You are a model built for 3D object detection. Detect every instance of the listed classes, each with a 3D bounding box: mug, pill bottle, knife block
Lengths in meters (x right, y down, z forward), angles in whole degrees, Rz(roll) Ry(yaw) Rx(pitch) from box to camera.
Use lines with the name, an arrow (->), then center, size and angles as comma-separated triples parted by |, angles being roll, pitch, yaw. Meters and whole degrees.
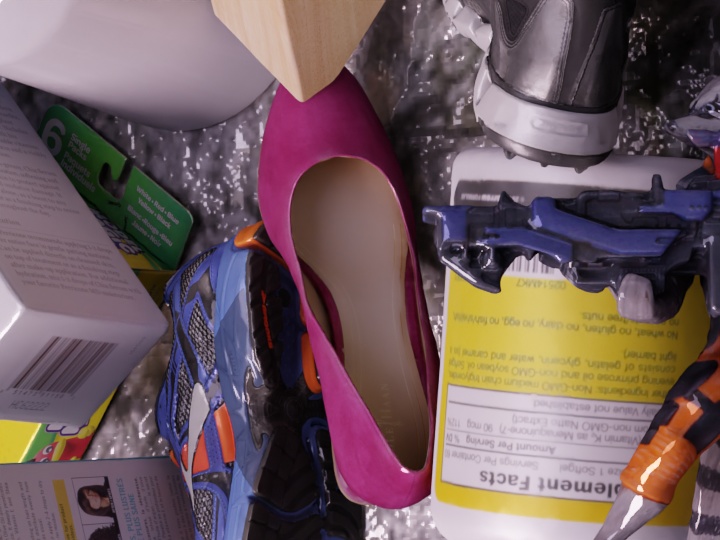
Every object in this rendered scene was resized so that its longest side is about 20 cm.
mug -> -0.132, -0.156, 1.210 | 0.149, 0.153, 0.187 | -41, 66, 28
pill bottle -> 0.085, 0.054, 1.071 | 0.114, 0.114, 0.200 | 5, 92, 36
knife block -> -0.039, -0.158, 1.065 | 0.064, 0.176, 0.200 | 47, 121, 24

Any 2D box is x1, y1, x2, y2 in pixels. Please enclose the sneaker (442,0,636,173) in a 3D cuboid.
sneaker -> 0.074, -0.117, 1.058 | 0.066, 0.200, 0.091 | 10, 115, -8

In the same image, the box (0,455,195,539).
box -> -0.130, 0.126, 1.169 | 0.049, 0.200, 0.082 | -23, 75, 32

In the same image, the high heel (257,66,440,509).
high heel -> 0.000, 0.000, 1.134 | 0.096, 0.067, 0.200 | 144, 124, -75

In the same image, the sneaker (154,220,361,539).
sneaker -> -0.050, 0.080, 1.202 | 0.078, 0.075, 0.200 | -9, 75, 44

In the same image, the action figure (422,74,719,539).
action figure -> 0.118, 0.019, 0.983 | 0.200, 0.105, 0.194 | 8, 88, 2

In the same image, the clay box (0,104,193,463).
clay box -> -0.166, 0.030, 1.292 | 0.115, 0.048, 0.200 | 38, 110, 31

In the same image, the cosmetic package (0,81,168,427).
cosmetic package -> -0.184, -0.027, 1.217 | 0.071, 0.101, 0.200 | -48, 60, 21
